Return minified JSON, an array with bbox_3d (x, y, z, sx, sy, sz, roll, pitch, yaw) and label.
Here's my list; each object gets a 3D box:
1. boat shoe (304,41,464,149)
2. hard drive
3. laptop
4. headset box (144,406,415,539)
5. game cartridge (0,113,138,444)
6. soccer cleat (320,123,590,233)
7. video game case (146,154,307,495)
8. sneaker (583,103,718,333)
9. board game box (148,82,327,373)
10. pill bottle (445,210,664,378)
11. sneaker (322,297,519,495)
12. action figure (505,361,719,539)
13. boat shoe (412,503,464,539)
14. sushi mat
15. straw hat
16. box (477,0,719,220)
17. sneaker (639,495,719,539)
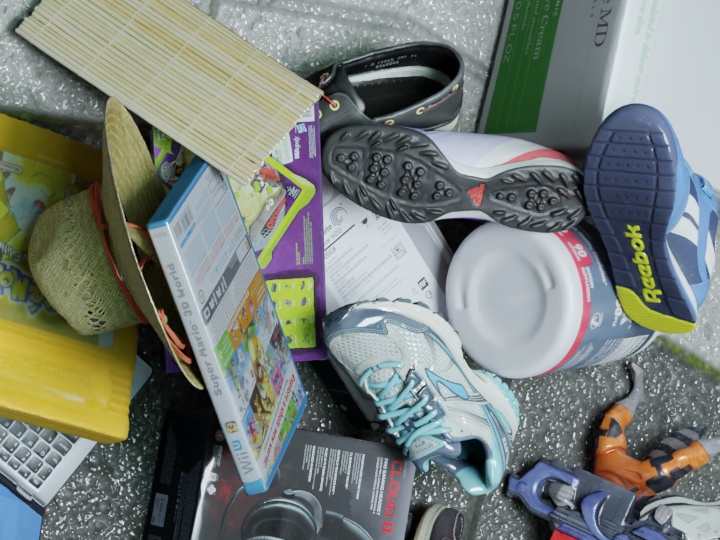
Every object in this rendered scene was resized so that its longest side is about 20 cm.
[{"bbox_3d":[-0.019,-0.120,1.716,0.200,0.063,0.074,-14,56,-16],"label":"boat shoe"},{"bbox_3d":[0.000,0.000,1.773,0.140,0.038,0.200,-41,111,-25],"label":"hard drive"},{"bbox_3d":[-0.244,0.096,1.575,0.187,0.116,0.200,44,79,-26],"label":"laptop"},{"bbox_3d":[-0.052,0.189,1.724,0.199,0.077,0.150,13,85,-30],"label":"headset box"},{"bbox_3d":[-0.222,0.002,1.595,0.176,0.032,0.201,18,64,-38],"label":"game cartridge"},{"bbox_3d":[0.065,-0.072,1.710,0.199,0.073,0.069,8,111,-12],"label":"soccer cleat"},{"bbox_3d":[-0.088,0.033,1.610,0.143,0.018,0.201,-66,139,-66],"label":"video game case"},{"bbox_3d":[0.214,-0.049,1.711,0.082,0.074,0.201,-54,144,-36],"label":"sneaker"},{"bbox_3d":[-0.086,-0.030,1.678,0.119,0.032,0.201,-5,107,-13],"label":"board game box"},{"bbox_3d":[0.168,0.014,1.812,0.200,0.119,0.120,-7,96,-51],"label":"pill bottle"},{"bbox_3d":[0.048,0.092,1.704,0.200,0.077,0.087,37,43,-35],"label":"sneaker"},{"bbox_3d":[0.228,0.191,1.867,0.194,0.200,0.105,-53,154,-12],"label":"action figure"},{"bbox_3d":[0.060,0.238,1.741,0.064,0.200,0.072,10,112,7],"label":"boat shoe"},{"bbox_3d":[-0.132,-0.145,1.635,0.200,0.012,0.096,34,67,8],"label":"sushi mat"},{"bbox_3d":[-0.172,-0.006,1.560,0.085,0.201,0.202,-18,103,6],"label":"straw hat"},{"bbox_3d":[0.227,-0.157,1.829,0.199,0.171,0.200,17,82,-31],"label":"box"},{"bbox_3d":[0.302,0.222,1.922,0.200,0.115,0.076,-10,97,-31],"label":"sneaker"}]
